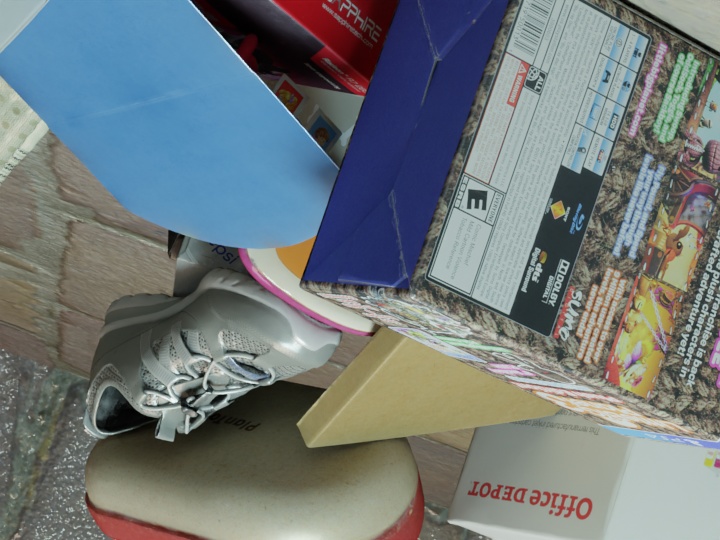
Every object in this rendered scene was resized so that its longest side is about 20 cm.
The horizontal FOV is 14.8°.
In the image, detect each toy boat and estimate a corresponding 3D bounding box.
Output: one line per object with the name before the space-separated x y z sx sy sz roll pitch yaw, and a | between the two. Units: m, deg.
toy boat | -0.051 0.140 1.513 0.200 0.130 0.131 10 124 47

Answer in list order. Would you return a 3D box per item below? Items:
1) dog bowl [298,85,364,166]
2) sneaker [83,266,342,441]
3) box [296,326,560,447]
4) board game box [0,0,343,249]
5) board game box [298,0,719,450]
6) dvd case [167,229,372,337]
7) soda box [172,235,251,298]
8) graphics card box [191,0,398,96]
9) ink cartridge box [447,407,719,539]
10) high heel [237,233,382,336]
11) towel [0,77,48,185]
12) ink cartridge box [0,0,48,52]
dog bowl | 0.052 -0.046 1.450 0.200 0.059 0.200 19 178 1
sneaker | -0.079 0.054 1.457 0.075 0.082 0.200 31 157 -24
box | 0.078 0.028 1.401 0.163 0.021 0.200 -5 153 -32
board game box | -0.090 -0.091 1.287 0.158 0.039 0.200 -10 131 48
board game box | 0.099 -0.028 1.249 0.200 0.160 0.097 26 169 -30
dvd case | -0.023 -0.015 1.703 0.200 0.025 0.150 21 -155 -13
soda box | -0.067 0.012 1.548 0.068 0.064 0.200 18 158 2
graphics card box | -0.084 -0.138 1.316 0.200 0.051 0.125 14 169 32
ink cartridge box | 0.170 0.078 1.559 0.144 0.200 0.147 25 168 -31
high heel | 0.000 0.000 1.428 0.200 0.068 0.096 4 178 -39
towel | -0.262 -0.104 1.444 0.192 0.200 0.035 39 -150 -7
ink cartridge box | -0.251 -0.168 1.210 0.200 0.088 0.146 12 137 30
